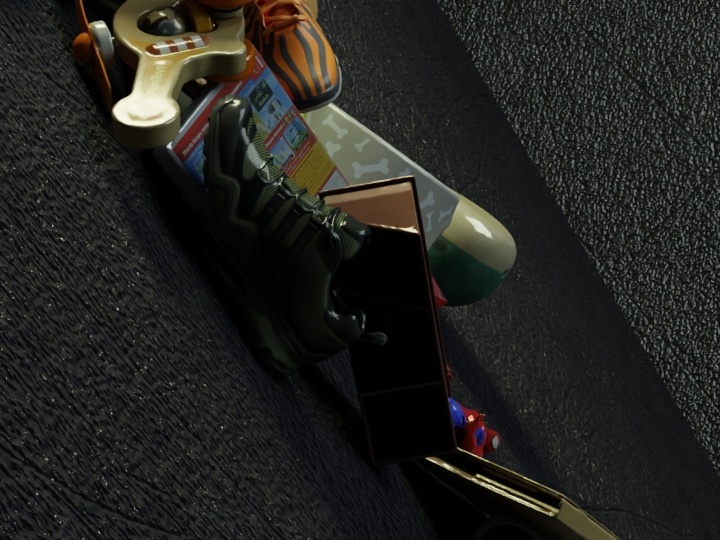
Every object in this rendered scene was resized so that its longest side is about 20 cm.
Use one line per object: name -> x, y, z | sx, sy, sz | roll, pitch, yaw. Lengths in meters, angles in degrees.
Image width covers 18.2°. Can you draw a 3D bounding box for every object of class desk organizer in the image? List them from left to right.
desk organizer -> 0.022, 0.040, 1.639 | 0.077, 0.072, 0.200 | -97, 177, -57

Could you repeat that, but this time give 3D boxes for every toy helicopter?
toy helicopter -> -0.147, -0.146, 1.572 | 0.200, 0.132, 0.079 | -81, 175, -55

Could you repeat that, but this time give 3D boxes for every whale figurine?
whale figurine -> 0.053, -0.040, 2.196 | 0.200, 0.104, 0.159 | 34, 7, 14

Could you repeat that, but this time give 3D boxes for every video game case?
video game case -> -0.061, -0.051, 1.669 | 0.200, 0.017, 0.143 | 55, 42, -21

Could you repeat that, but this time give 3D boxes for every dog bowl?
dog bowl -> 0.001, -0.092, 1.970 | 0.200, 0.059, 0.200 | 37, 2, -2

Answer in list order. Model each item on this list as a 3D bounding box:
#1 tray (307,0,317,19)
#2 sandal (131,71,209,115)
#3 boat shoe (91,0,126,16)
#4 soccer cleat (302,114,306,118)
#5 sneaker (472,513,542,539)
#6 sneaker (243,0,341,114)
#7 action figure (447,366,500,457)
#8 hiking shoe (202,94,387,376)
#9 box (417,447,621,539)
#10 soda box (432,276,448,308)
tray -> -0.098, -0.227, 2.002 | 0.200, 0.098, 0.037 | -65, 152, -78
sandal -> -0.132, -0.134, 1.694 | 0.080, 0.054, 0.200 | 46, 22, -41
boat shoe -> -0.187, -0.229, 1.725 | 0.200, 0.074, 0.067 | 28, 53, -82
soccer cleat -> -0.071, -0.120, 1.846 | 0.065, 0.084, 0.200 | 47, 14, -40
sneaker -> 0.162, 0.284, 1.740 | 0.200, 0.070, 0.109 | 47, 8, -11
sneaker -> -0.076, -0.215, 1.741 | 0.112, 0.077, 0.200 | 82, -18, -48
action figure -> 0.073, 0.118, 1.904 | 0.065, 0.052, 0.200 | 59, 8, 33
hiking shoe -> -0.045, -0.032, 1.569 | 0.076, 0.100, 0.200 | -60, 134, -78
box -> 0.129, 0.186, 1.790 | 0.163, 0.021, 0.200 | 21, -10, 33
soda box -> 0.000, 0.000, 1.853 | 0.063, 0.070, 0.200 | 60, 11, 22
